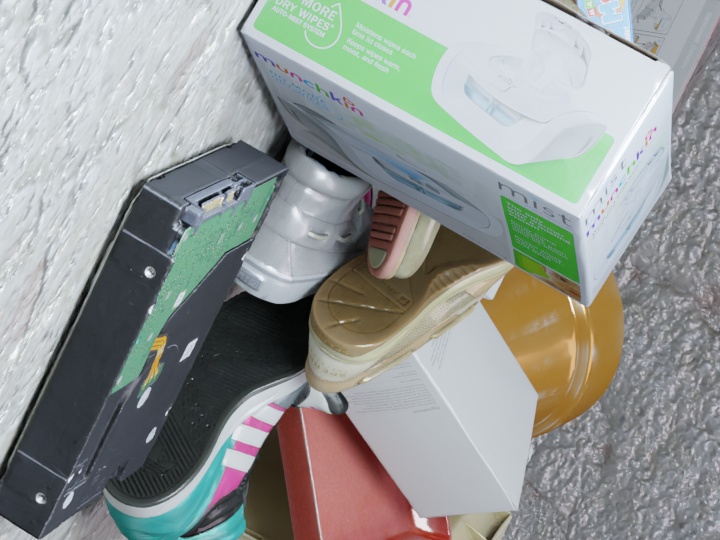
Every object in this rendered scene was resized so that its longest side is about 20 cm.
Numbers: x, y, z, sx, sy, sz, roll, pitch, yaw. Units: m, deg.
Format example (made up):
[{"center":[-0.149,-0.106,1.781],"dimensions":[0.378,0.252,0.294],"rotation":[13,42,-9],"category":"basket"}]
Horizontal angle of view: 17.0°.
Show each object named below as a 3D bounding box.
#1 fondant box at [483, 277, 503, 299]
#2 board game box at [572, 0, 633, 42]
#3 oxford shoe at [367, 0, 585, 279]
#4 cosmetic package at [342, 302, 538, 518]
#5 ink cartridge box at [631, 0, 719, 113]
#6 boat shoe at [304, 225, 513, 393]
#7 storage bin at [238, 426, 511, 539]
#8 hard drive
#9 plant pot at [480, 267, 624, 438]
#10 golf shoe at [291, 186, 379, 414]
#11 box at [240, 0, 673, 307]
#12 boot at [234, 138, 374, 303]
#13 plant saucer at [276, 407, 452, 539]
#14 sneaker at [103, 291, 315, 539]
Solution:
[{"center":[0.086,-0.099,1.611],"dimensions":[0.200,0.058,0.144],"rotation":[-91,-160,-54],"category":"fondant box"},{"center":[0.149,-0.171,1.534],"dimensions":[0.200,0.037,0.152],"rotation":[-33,118,-87],"category":"board game box"},{"center":[0.069,-0.077,1.393],"dimensions":[0.200,0.074,0.071],"rotation":[-63,-160,0],"category":"oxford shoe"},{"center":[0.047,0.075,1.700],"dimensions":[0.200,0.085,0.108],"rotation":[59,34,-40],"category":"cosmetic package"},{"center":[0.182,-0.130,1.864],"dimensions":[0.045,0.176,0.200],"rotation":[39,74,-46],"category":"ink cartridge box"},{"center":[0.037,0.005,1.469],"dimensions":[0.200,0.071,0.065],"rotation":[-32,155,-35],"category":"boat shoe"},{"center":[-0.014,0.209,1.836],"dimensions":[0.200,0.198,0.094],"rotation":[-44,159,-56],"category":"storage bin"},{"center":[-0.115,0.033,1.265],"dimensions":[0.200,0.038,0.140],"rotation":[-62,170,20],"category":"hard drive"},{"center":[0.077,0.053,1.905],"dimensions":[0.183,0.200,0.200],"rotation":[-22,144,-51],"category":"plant pot"},{"center":[0.000,0.000,1.591],"dimensions":[0.200,0.092,0.073],"rotation":[-61,166,-2],"category":"golf shoe"},{"center":[0.057,-0.088,1.259],"dimensions":[0.097,0.200,0.176],"rotation":[-58,167,-8],"category":"box"},{"center":[-0.012,-0.041,1.451],"dimensions":[0.096,0.074,0.200],"rotation":[-55,171,18],"category":"boot"},{"center":[-0.006,0.115,1.720],"dimensions":[0.200,0.037,0.200],"rotation":[-7,88,-63],"category":"plant saucer"},{"center":[-0.083,0.101,1.483],"dimensions":[0.200,0.084,0.121],"rotation":[-45,159,-29],"category":"sneaker"}]
